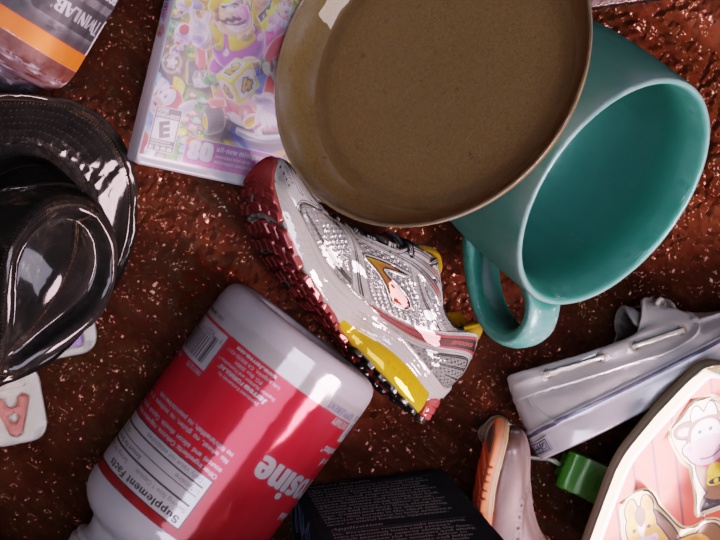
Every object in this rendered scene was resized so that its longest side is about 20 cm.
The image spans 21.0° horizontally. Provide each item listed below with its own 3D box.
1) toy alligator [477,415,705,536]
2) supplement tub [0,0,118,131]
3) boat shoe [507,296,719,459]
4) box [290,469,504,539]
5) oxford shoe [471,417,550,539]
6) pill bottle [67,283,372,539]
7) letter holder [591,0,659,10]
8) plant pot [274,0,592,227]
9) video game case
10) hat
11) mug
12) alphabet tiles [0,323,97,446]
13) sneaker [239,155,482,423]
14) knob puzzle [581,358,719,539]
[{"bbox_3d":[0.170,0.143,1.256,0.198,0.054,0.060,22,94,-15],"label":"toy alligator"},{"bbox_3d":[-0.183,-0.177,1.103,0.106,0.107,0.201,30,92,-15],"label":"supplement tub"},{"bbox_3d":[0.185,0.050,1.240,0.199,0.072,0.066,-26,84,-10],"label":"boat shoe"},{"bbox_3d":[0.026,0.219,1.162,0.106,0.200,0.150,-5,100,-10],"label":"box"},{"bbox_3d":[0.106,0.188,1.236,0.072,0.071,0.202,-1,110,5],"label":"oxford shoe"},{"bbox_3d":[-0.091,0.118,1.166,0.112,0.112,0.201,36,91,-15],"label":"pill bottle"},{"bbox_3d":[0.203,-0.241,1.178,0.198,0.101,0.144,-10,99,-10],"label":"letter holder"},{"bbox_3d":[0.043,-0.116,1.108,0.201,0.200,0.027,-54,146,1],"label":"plant pot"},{"bbox_3d":[-0.051,-0.149,1.158,0.142,0.018,0.202,11,97,-32],"label":"video game case"},{"bbox_3d":[-0.190,0.005,1.092,0.199,0.081,0.202,-24,131,-31],"label":"hat"},{"bbox_3d":[0.105,-0.063,1.163,0.185,0.114,0.152,-47,144,0],"label":"mug"},{"bbox_3d":[-0.262,0.018,1.164,0.198,0.015,0.198,-10,101,-11],"label":"alphabet tiles"},{"bbox_3d":[0.000,0.000,1.186,0.082,0.078,0.200,-47,122,-9],"label":"sneaker"},{"bbox_3d":[0.231,0.151,1.224,0.217,0.030,0.222,-7,111,-18],"label":"knob puzzle"}]
